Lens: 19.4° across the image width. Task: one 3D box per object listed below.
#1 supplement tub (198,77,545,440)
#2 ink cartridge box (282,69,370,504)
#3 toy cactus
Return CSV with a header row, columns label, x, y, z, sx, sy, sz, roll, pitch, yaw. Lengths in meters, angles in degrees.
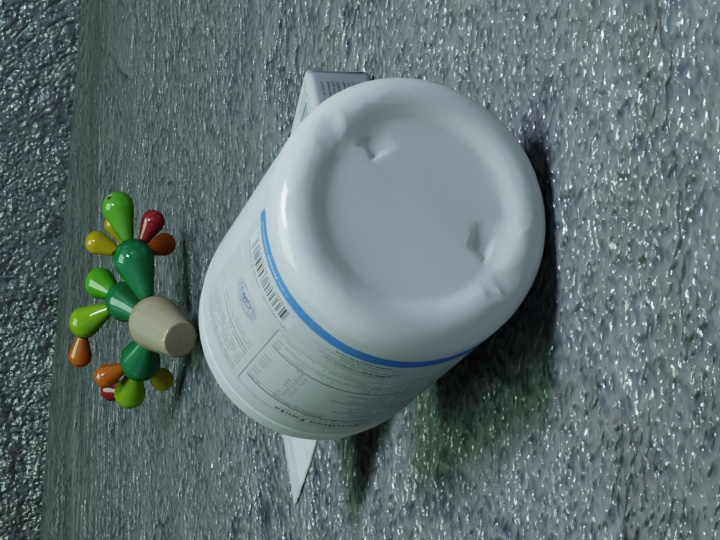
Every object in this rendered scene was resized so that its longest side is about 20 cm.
label,x,y,z,sx,sy,sz,roll,pitch,yaw
supplement tub,0.000,0.000,1.019,0.200,0.131,0.133,132,138,-69
ink cartridge box,-0.017,0.010,1.257,0.174,0.043,0.201,106,160,-44
toy cactus,-0.188,0.038,1.839,0.165,0.102,0.202,29,114,53
